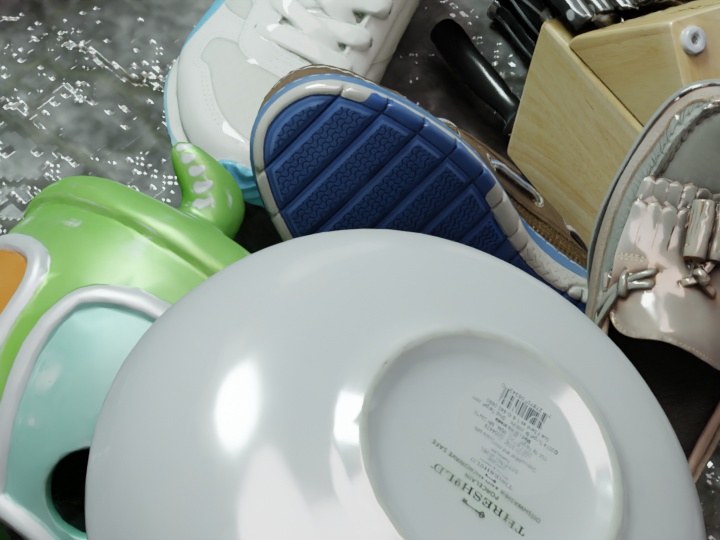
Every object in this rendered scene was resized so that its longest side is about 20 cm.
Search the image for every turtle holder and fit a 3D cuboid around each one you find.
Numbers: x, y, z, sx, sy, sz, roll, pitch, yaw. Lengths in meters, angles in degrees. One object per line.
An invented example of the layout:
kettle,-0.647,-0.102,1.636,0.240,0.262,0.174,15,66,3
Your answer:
turtle holder,-0.064,0.061,0.767,0.141,0.186,0.132,6,51,48

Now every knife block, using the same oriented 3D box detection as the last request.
knife block,0.102,-0.049,0.877,0.064,0.176,0.200,-18,98,-28

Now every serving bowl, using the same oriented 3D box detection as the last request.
serving bowl,0.024,0.068,0.661,0.200,0.066,0.200,14,55,-22

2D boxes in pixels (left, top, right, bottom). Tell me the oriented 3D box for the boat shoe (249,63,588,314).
boat shoe,0.027,-0.014,0.808,0.072,0.200,0.072,-38,38,13

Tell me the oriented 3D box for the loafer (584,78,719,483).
loafer,0.104,0.035,0.767,0.072,0.063,0.200,17,101,-4

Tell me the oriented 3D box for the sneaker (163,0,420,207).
sneaker,-0.015,-0.104,0.854,0.076,0.081,0.200,27,46,-6
